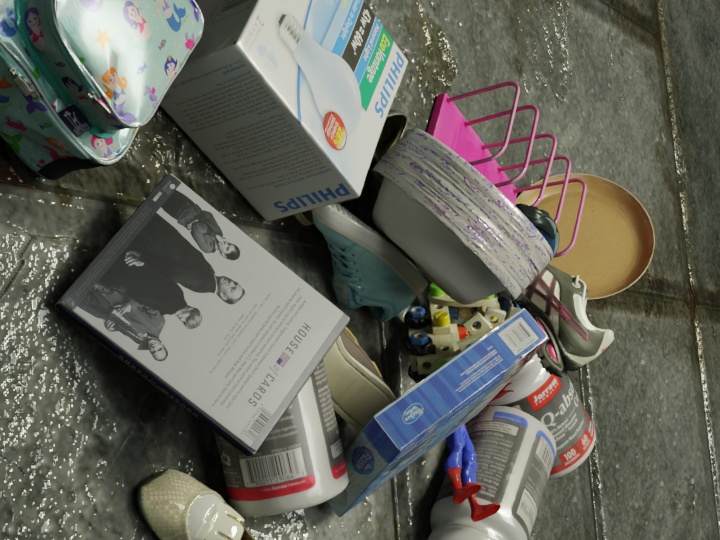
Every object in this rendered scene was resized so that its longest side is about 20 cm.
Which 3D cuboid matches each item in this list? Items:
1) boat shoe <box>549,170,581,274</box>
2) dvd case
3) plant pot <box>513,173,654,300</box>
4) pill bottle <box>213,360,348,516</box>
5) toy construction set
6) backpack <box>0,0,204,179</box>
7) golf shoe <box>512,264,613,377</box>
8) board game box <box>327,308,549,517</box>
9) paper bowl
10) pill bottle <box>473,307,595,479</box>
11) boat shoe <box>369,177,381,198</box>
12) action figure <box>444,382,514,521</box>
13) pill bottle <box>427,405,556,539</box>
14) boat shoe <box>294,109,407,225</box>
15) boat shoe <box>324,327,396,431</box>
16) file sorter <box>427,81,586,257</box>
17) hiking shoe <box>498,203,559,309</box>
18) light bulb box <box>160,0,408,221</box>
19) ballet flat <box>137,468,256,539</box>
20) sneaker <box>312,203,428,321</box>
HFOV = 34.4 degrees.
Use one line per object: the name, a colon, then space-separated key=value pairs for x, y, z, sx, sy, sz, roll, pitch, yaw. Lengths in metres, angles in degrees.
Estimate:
boat shoe: x=0.286 y=-0.039 z=1.644 sx=0.086 sy=0.074 sz=0.202 roll=55 pitch=34 yaw=-46
dvd case: x=-0.126 y=0.035 z=0.965 sx=0.200 sy=0.025 sz=0.150 roll=39 pitch=63 yaw=-6
plant pot: x=0.293 y=-0.042 z=1.567 sx=0.028 sy=0.199 sz=0.200 roll=87 pitch=14 yaw=-60
pill bottle: x=-0.083 y=0.109 z=1.042 sx=0.111 sy=0.110 sz=0.201 roll=-15 pitch=94 yaw=-55
toy construction set: x=0.115 y=0.069 z=1.294 sx=0.200 sy=0.131 sz=0.092 roll=-86 pitch=171 yaw=-78
backpack: x=-0.232 y=-0.191 z=0.890 sx=0.200 sy=0.150 sz=0.178 roll=48 pitch=46 yaw=-30
golf shoe: x=0.212 y=0.020 z=1.328 sx=0.200 sy=0.088 sz=0.077 roll=64 pitch=11 yaw=15
board game box: x=0.067 y=0.141 z=1.128 sx=0.200 sy=0.199 sz=0.043 roll=-32 pitch=76 yaw=-30
paper bowl: x=0.092 y=-0.044 z=1.196 sx=0.104 sy=0.201 sz=0.201 roll=-48 pitch=131 yaw=1
pill bottle: x=0.201 y=0.151 z=1.426 sx=0.200 sy=0.116 sz=0.116 roll=59 pitch=40 yaw=-27
boat shoe: x=0.078 y=-0.069 z=1.353 sx=0.200 sy=0.066 sz=0.074 roll=25 pitch=63 yaw=-36
action figure: x=0.130 y=0.171 z=1.288 sx=0.065 sy=0.099 sz=0.200 roll=50 pitch=13 yaw=-35
pill bottle: x=0.145 y=0.263 z=1.321 sx=0.114 sy=0.114 sz=0.200 roll=58 pitch=41 yaw=-28
boat shoe: x=-0.010 y=-0.121 z=1.242 sx=0.201 sy=0.066 sz=0.072 roll=-54 pitch=127 yaw=-45
boat shoe: x=-0.039 y=0.079 z=1.156 sx=0.200 sy=0.072 sz=0.060 roll=47 pitch=4 yaw=-22
file sorter: x=0.184 y=-0.119 z=1.463 sx=0.200 sy=0.125 sz=0.139 roll=47 pitch=46 yaw=-37
hiking shoe: x=0.196 y=0.004 z=1.426 sx=0.200 sy=0.074 sz=0.087 roll=91 pitch=17 yaw=-51
light bulb box: x=-0.074 y=-0.192 z=1.121 sx=0.200 sy=0.125 sz=0.199 roll=48 pitch=45 yaw=-35
ballet flat: x=-0.112 y=0.238 z=1.010 sx=0.200 sy=0.062 sz=0.068 roll=53 pitch=43 yaw=-32
sneaker: x=0.000 y=0.000 z=1.211 sx=0.082 sy=0.074 sz=0.200 roll=-52 pitch=138 yaw=-2
